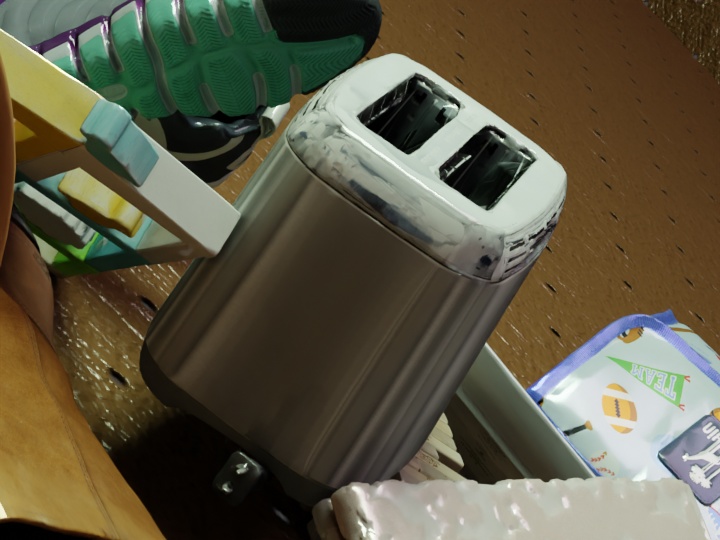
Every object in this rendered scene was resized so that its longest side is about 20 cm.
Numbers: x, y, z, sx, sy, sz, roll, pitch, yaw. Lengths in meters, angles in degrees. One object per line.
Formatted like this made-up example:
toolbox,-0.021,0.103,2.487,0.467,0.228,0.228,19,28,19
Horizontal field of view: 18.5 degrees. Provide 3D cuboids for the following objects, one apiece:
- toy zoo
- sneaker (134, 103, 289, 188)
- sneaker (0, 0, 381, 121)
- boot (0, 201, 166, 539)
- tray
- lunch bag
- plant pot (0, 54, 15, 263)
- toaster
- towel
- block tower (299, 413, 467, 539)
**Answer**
toy zoo,-0.125,-0.046,0.815,0.131,0.020,0.200,37,-18,-19
sneaker,-0.114,-0.115,1.010,0.199,0.080,0.129,46,-31,-18
sneaker,-0.094,-0.109,0.935,0.075,0.199,0.088,83,-8,-54
boot,-0.153,0.021,0.719,0.188,0.068,0.200,44,12,-49
tray,0.061,0.083,1.030,0.200,0.022,0.107,51,-23,3
lunch bag,0.161,0.113,1.107,0.170,0.124,0.200,46,17,14
plant pot,-0.203,-0.035,0.530,0.200,0.200,0.140,28,5,-43
toaster,0.000,0.000,0.842,0.114,0.129,0.200,35,21,6
towel,0.084,0.165,0.809,0.200,0.032,0.191,5,55,-42
block tower,0.011,0.094,0.921,0.054,0.058,0.200,35,17,-28
